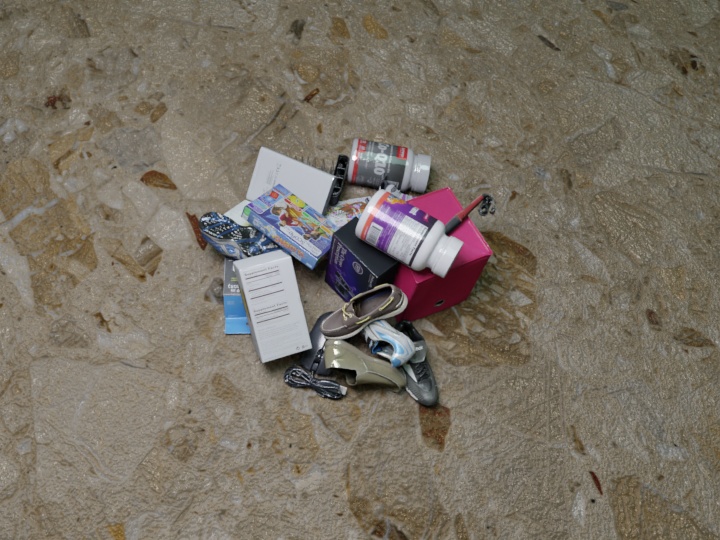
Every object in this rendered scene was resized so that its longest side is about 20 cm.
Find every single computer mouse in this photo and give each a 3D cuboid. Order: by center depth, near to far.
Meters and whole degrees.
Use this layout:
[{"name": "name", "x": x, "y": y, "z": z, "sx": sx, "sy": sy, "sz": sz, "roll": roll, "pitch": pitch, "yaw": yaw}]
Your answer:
[{"name": "computer mouse", "x": -0.072, "y": 0.168, "z": 1.382, "sx": 0.138, "sy": 0.053, "sz": 0.200, "roll": 18, "pitch": 60, "yaw": 4}]

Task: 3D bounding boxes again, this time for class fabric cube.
[{"name": "fabric cube", "x": 0.146, "y": -0.031, "z": 1.442, "sx": 0.196, "sy": 0.200, "sz": 0.200, "roll": -19, "pitch": 64, "yaw": -19}]

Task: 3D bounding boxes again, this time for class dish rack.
[{"name": "dish rack", "x": -0.135, "y": -0.229, "z": 1.578, "sx": 0.199, "sy": 0.055, "sz": 0.154, "roll": 7, "pitch": 47, "yaw": 6}]

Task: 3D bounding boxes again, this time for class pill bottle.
[{"name": "pill bottle", "x": 0.100, "y": -0.069, "z": 1.277, "sx": 0.200, "sy": 0.112, "sz": 0.112, "roll": 30, "pitch": 61, "yaw": 8}, {"name": "pill bottle", "x": 0.071, "y": -0.262, "z": 1.613, "sx": 0.199, "sy": 0.114, "sz": 0.114, "roll": 9, "pitch": 59, "yaw": -2}]

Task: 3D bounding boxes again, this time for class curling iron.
[{"name": "curling iron", "x": 0.219, "y": -0.107, "z": 1.366, "sx": 0.200, "sy": 0.026, "sz": 0.050, "roll": -33, "pitch": 66, "yaw": -23}]

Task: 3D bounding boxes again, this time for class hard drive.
[{"name": "hard drive", "x": -0.165, "y": -0.195, "z": 1.508, "sx": 0.200, "sy": 0.132, "sz": 0.026, "roll": 24, "pitch": 16, "yaw": 15}]

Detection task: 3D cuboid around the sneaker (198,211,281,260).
[{"name": "sneaker", "x": -0.261, "y": -0.060, "z": 1.405, "sx": 0.200, "sy": 0.077, "sz": 0.076, "roll": 29, "pitch": 60, "yaw": -2}]

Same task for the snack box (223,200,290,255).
[{"name": "snack box", "x": -0.220, "y": -0.101, "z": 1.478, "sx": 0.200, "sy": 0.037, "sz": 0.116, "roll": 19, "pitch": 37, "yaw": 21}]

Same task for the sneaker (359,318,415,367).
[{"name": "sneaker", "x": 0.028, "y": 0.132, "z": 1.352, "sx": 0.072, "sy": 0.072, "sz": 0.200, "roll": -28, "pitch": 45, "yaw": -31}]

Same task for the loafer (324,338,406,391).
[{"name": "loafer", "x": 0.004, "y": 0.213, "z": 1.338, "sx": 0.200, "sy": 0.076, "sz": 0.068, "roll": 28, "pitch": 65, "yaw": -14}]

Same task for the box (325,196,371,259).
[{"name": "box", "x": -0.053, "y": -0.101, "z": 1.548, "sx": 0.199, "sy": 0.039, "sz": 0.137, "roll": -10, "pitch": 62, "yaw": -13}]

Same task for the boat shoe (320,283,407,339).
[{"name": "boat shoe", "x": -0.003, "y": 0.084, "z": 1.326, "sx": 0.200, "sy": 0.060, "sz": 0.072, "roll": -23, "pitch": 52, "yaw": 17}]

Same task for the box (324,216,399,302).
[{"name": "box", "x": 0.000, "y": 0.000, "z": 1.403, "sx": 0.141, "sy": 0.200, "sz": 0.079, "roll": 42, "pitch": 62, "yaw": 17}]

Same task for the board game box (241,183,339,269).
[{"name": "board game box", "x": -0.145, "y": -0.101, "z": 1.415, "sx": 0.200, "sy": 0.034, "sz": 0.135, "roll": 37, "pitch": 41, "yaw": 8}]

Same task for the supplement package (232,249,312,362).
[{"name": "supplement package", "x": -0.185, "y": 0.071, "z": 1.331, "sx": 0.109, "sy": 0.114, "sz": 0.201, "roll": -16, "pitch": 103, "yaw": -15}]

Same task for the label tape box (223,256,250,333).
[{"name": "label tape box", "x": -0.232, "y": 0.038, "z": 1.429, "sx": 0.143, "sy": 0.066, "sz": 0.200, "roll": 0, "pitch": 58, "yaw": -8}]

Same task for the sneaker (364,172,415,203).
[{"name": "sneaker", "x": 0.096, "y": -0.178, "z": 1.554, "sx": 0.200, "sy": 0.078, "sz": 0.140, "roll": -25, "pitch": 85, "yaw": -40}]

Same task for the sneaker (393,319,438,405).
[{"name": "sneaker", "x": 0.116, "y": 0.192, "z": 1.372, "sx": 0.066, "sy": 0.091, "sz": 0.200, "roll": -15, "pitch": 63, "yaw": -14}]
